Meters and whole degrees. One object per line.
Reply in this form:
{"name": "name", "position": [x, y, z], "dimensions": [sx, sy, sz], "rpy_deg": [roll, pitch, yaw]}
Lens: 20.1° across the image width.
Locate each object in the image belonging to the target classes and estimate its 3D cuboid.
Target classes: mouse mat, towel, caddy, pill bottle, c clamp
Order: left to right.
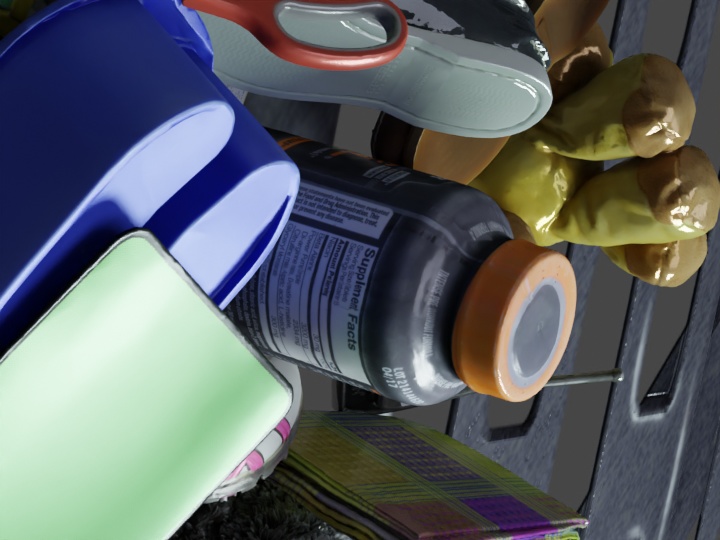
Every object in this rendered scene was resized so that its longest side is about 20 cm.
{"name": "caddy", "position": [-0.123, -0.023, 0.826], "dimensions": [0.200, 0.105, 0.141], "rpy_deg": [-49, 150, 0]}
{"name": "mouse mat", "position": [-0.111, 0.076, 0.842], "dimensions": [0.161, 0.008, 0.200], "rpy_deg": [-46, 150, -6]}
{"name": "pill bottle", "position": [0.000, 0.000, 0.958], "dimensions": [0.106, 0.200, 0.106], "rpy_deg": [-34, 133, -46]}
{"name": "towel", "position": [0.024, 0.115, 1.093], "dimensions": [0.200, 0.144, 0.023], "rpy_deg": [5, 111, -59]}
{"name": "c clamp", "position": [0.064, 0.049, 1.129], "dimensions": [0.200, 0.171, 0.027], "rpy_deg": [70, 10, -76]}

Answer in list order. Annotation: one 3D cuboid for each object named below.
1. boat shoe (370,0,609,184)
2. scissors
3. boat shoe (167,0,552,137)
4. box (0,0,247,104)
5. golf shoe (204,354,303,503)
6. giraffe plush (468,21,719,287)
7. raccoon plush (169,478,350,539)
{"name": "boat shoe", "position": [0.059, -0.113, 1.046], "dimensions": [0.200, 0.070, 0.070], "rpy_deg": [-49, 146, -34]}
{"name": "scissors", "position": [-0.071, -0.111, 0.798], "dimensions": [0.200, 0.014, 0.073], "rpy_deg": [-4, 67, -33]}
{"name": "boat shoe", "position": [-0.007, -0.113, 0.899], "dimensions": [0.200, 0.076, 0.060], "rpy_deg": [18, 51, -29]}
{"name": "box", "position": [-0.105, -0.138, 0.879], "dimensions": [0.200, 0.048, 0.118], "rpy_deg": [33, 75, -61]}
{"name": "golf shoe", "position": [-0.090, 0.067, 0.964], "dimensions": [0.200, 0.073, 0.092], "rpy_deg": [-29, 130, -52]}
{"name": "giraffe plush", "position": [0.077, -0.040, 1.126], "dimensions": [0.162, 0.200, 0.173], "rpy_deg": [-35, 123, -24]}
{"name": "raccoon plush", "position": [-0.009, 0.141, 1.073], "dimensions": [0.200, 0.134, 0.097], "rpy_deg": [-41, 135, -44]}
